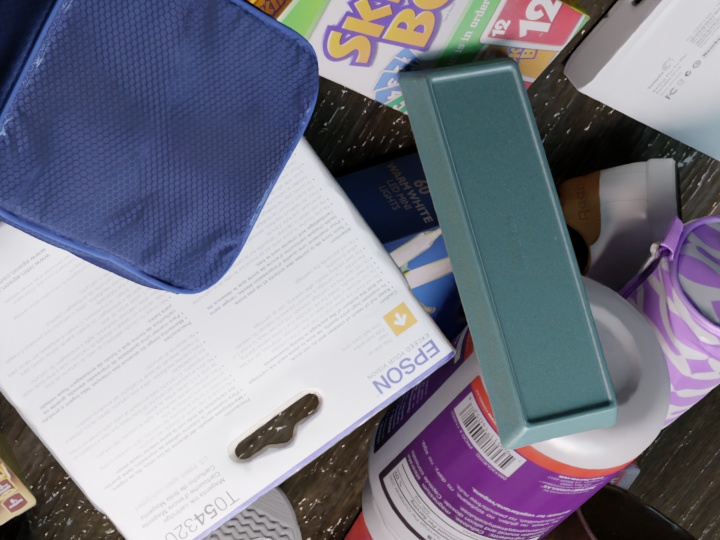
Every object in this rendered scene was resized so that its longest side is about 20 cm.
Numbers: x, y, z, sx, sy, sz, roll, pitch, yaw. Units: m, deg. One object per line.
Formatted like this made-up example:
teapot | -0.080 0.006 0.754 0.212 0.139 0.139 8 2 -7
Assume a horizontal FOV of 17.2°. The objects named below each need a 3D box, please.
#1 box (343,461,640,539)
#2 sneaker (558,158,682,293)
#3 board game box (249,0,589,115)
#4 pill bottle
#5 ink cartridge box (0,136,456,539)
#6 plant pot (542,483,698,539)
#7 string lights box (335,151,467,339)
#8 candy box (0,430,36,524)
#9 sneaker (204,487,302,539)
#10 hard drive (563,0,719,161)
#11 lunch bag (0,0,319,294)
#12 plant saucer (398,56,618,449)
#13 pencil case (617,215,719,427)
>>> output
box | 0.073 0.161 1.501 0.095 0.103 0.200 2 131 -38
sneaker | 0.152 -0.004 1.424 0.084 0.073 0.200 -4 148 8
board game box | 0.025 -0.131 1.208 0.200 0.030 0.096 22 117 -45
pill bottle | 0.077 0.093 1.316 0.112 0.113 0.200 -7 154 -31
ink cartridge box | -0.087 0.018 1.195 0.196 0.043 0.200 -35 111 1
plant pot | 0.135 0.259 1.406 0.187 0.187 0.200 22 112 -48
string lights box | 0.000 0.000 1.303 0.200 0.059 0.103 -19 141 -19
candy box | -0.259 0.085 1.206 0.115 0.055 0.200 -32 144 -2
sneaker | -0.089 0.229 1.446 0.074 0.201 0.118 9 166 -20
hard drive | 0.219 -0.128 1.354 0.200 0.026 0.132 19 119 -47
lunch bag | -0.134 -0.088 1.043 0.200 0.132 0.136 30 89 -52
plant saucer | 0.078 -0.013 1.207 0.070 0.200 0.019 -11 169 -27
pencil case | 0.160 0.045 1.356 0.085 0.084 0.200 26 140 -12
